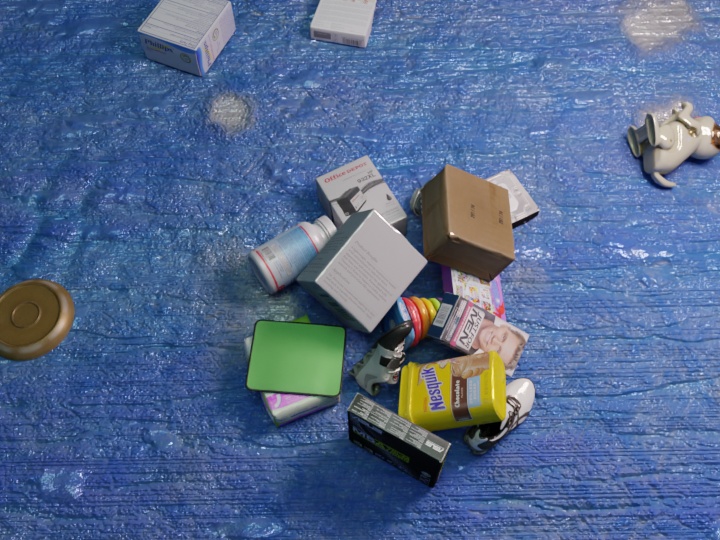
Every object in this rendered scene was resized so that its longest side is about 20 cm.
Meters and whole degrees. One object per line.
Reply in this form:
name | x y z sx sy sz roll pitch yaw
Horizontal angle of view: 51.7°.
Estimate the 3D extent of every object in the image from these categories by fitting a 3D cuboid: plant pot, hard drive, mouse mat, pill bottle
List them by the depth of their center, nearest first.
mouse mat | -0.132 0.180 1.542 0.198 0.008 0.162 5 61 1
plant pot | -0.743 0.103 1.657 0.198 0.028 0.201 -1 62 1
pill bottle | -0.146 -0.040 1.680 0.199 0.109 0.109 -31 65 -15
hard drive | 0.308 -0.149 1.775 0.199 0.038 0.140 -24 64 -13

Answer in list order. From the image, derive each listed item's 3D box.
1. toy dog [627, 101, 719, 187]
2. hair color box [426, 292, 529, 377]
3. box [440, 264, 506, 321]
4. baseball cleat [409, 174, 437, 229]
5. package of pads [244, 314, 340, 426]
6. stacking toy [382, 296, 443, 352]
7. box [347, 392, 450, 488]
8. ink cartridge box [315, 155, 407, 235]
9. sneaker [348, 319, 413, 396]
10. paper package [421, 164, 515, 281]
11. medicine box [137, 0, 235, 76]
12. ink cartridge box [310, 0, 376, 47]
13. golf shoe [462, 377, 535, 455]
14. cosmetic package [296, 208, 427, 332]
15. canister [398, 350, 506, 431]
toy dog | 0.787 -0.313 1.805 0.198 0.140 0.195 -12 75 -6
hair color box | 0.245 0.133 1.537 0.199 0.060 0.101 28 84 -25
box | 0.246 0.029 1.639 0.136 0.039 0.201 15 54 -24
baseball cleat | 0.160 -0.133 1.735 0.070 0.106 0.201 38 47 -26
package of pads | -0.148 0.212 1.567 0.153 0.068 0.201 -19 62 -11
stacking toy | 0.158 0.100 1.619 0.199 0.110 0.117 -10 63 -22
box | 0.069 0.330 1.428 0.199 0.194 0.048 27 66 14
ink cartridge box | 0.001 -0.153 1.753 0.144 0.084 0.201 -26 64 -11
sneaker | 0.062 0.183 1.528 0.074 0.200 0.089 -18 62 -49
paper package | 0.234 -0.102 1.620 0.190 0.103 0.201 19 52 -24
medicine box | -0.469 -0.655 2.021 0.181 0.103 0.201 21 64 11
ink cartridge box | -0.041 -0.720 2.090 0.159 0.047 0.201 11 57 7
golf shoe | 0.295 0.290 1.502 0.078 0.095 0.200 40 69 13
cosmetic package | 0.000 0.000 1.577 0.165 0.165 0.200 44 77 -14
canister | 0.185 0.244 1.481 0.199 0.087 0.149 -15 47 26
